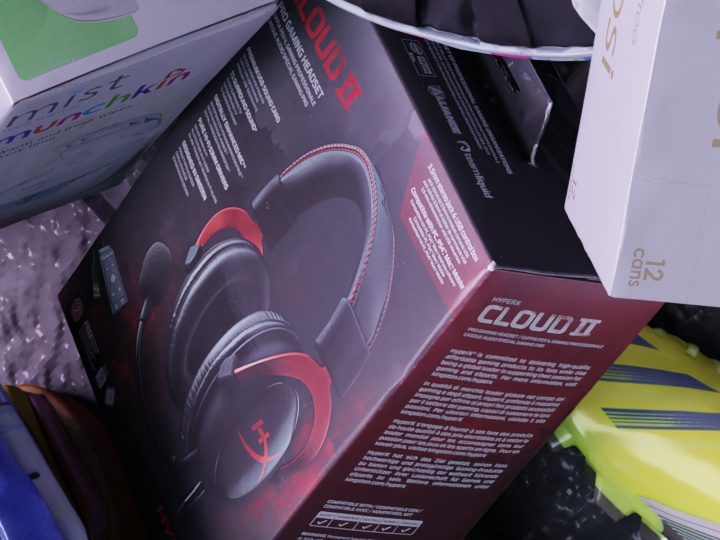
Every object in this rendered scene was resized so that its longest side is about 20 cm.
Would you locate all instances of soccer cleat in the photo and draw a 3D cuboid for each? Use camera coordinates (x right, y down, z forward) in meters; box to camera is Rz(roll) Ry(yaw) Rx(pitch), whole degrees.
[{"bbox_3d":[0.120,0.060,0.935,0.084,0.065,0.200,-45,78,4],"label":"soccer cleat"}]

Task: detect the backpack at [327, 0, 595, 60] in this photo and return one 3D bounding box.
[{"bbox_3d":[0.047,-0.166,0.822,0.177,0.151,0.201,13,117,18],"label":"backpack"}]

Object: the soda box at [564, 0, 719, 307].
[{"bbox_3d":[0.101,-0.093,0.708,0.068,0.064,0.201,5,111,-9],"label":"soda box"}]

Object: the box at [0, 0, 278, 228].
[{"bbox_3d":[-0.127,-0.126,0.916,0.201,0.096,0.176,65,156,5],"label":"box"}]

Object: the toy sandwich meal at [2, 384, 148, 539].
[{"bbox_3d":[-0.151,0.140,1.052,0.205,0.070,0.206,-25,51,35],"label":"toy sandwich meal"}]

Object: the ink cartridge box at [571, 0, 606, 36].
[{"bbox_3d":[0.129,-0.109,0.769,0.200,0.057,0.163,42,99,-18],"label":"ink cartridge box"}]

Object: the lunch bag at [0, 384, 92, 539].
[{"bbox_3d":[-0.147,0.092,0.927,0.200,0.075,0.160,55,139,19],"label":"lunch bag"}]

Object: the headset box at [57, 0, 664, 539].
[{"bbox_3d":[0.000,0.000,0.924,0.200,0.075,0.149,-52,47,34],"label":"headset box"}]
